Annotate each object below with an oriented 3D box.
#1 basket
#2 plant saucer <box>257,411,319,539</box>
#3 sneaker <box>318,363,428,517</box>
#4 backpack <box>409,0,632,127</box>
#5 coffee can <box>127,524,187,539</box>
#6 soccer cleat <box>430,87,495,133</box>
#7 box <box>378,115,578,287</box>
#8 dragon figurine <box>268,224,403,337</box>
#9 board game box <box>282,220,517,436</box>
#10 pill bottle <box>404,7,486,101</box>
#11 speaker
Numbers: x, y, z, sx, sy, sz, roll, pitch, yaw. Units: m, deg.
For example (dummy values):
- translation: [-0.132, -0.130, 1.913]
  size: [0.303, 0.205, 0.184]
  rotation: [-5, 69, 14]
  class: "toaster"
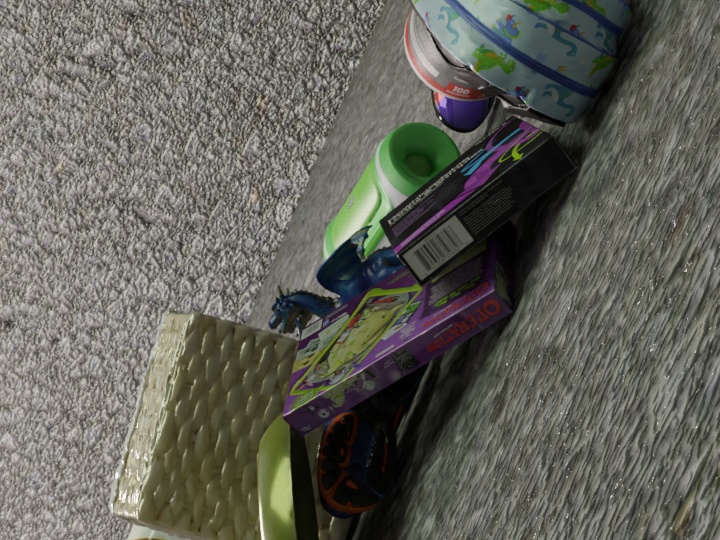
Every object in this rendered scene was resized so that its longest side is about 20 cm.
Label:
- translation: [-0.099, 0.150, 1.694]
  size: [0.161, 0.198, 0.201]
  rotation: [168, 118, -79]
  class: "basket"
- translation: [-0.055, 0.207, 1.509]
  size: [0.200, 0.031, 0.201]
  rotation: [-7, -90, -88]
  class: "plant saucer"
- translation: [0.002, 0.113, 1.575]
  size: [0.078, 0.075, 0.200]
  rotation: [119, 173, -59]
  class: "sneaker"
- translation: [0.118, -0.188, 1.433]
  size: [0.154, 0.163, 0.200]
  rotation: [-46, 23, 28]
  class: "backpack"
- translation: [-0.180, 0.309, 2.037]
  size: [0.146, 0.146, 0.200]
  rotation: [126, 166, -59]
  class: "coffee can"
- translation: [0.123, -0.224, 1.854]
  size: [0.200, 0.068, 0.073]
  rotation: [-67, 11, -26]
  class: "soccer cleat"
- translation: [0.084, -0.057, 1.472]
  size: [0.143, 0.036, 0.200]
  rotation: [-38, 8, 2]
  class: "box"
- translation: [0.000, 0.000, 1.670]
  size: [0.200, 0.099, 0.059]
  rotation: [-54, -8, 25]
  class: "dragon figurine"
- translation: [0.031, 0.039, 1.469]
  size: [0.200, 0.032, 0.120]
  rotation: [-32, 20, 24]
  class: "board game box"
- translation: [0.118, -0.239, 1.713]
  size: [0.200, 0.116, 0.116]
  rotation: [129, 163, -66]
  class: "pill bottle"
- translation: [0.028, -0.059, 1.874]
  size: [0.200, 0.088, 0.089]
  rotation: [124, 168, -55]
  class: "speaker"
